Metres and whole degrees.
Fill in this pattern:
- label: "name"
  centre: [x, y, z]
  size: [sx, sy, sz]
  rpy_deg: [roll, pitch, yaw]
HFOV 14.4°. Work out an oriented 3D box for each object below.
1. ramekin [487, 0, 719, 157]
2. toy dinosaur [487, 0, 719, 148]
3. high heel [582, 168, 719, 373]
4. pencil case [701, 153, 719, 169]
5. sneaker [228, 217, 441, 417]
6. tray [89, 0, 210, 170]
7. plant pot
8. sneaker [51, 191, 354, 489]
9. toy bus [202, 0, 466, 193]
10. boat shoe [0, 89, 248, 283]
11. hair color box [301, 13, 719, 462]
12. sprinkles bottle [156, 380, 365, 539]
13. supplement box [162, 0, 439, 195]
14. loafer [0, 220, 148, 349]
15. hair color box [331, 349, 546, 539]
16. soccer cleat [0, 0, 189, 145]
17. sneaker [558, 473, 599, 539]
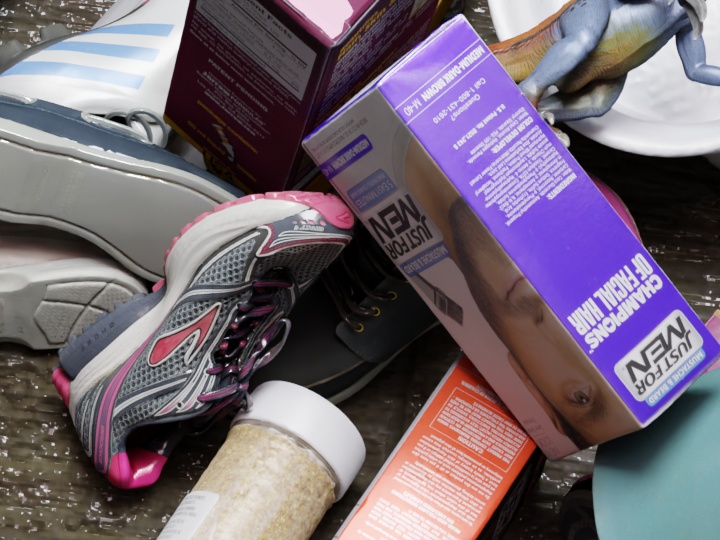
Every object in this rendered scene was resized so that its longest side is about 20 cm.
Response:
- label: "ramekin"
  centre: [0.172, -0.155, 1.495]
  size: [0.199, 0.098, 0.202]
  rpy_deg: [-1, 85, 15]
- label: "toy dinosaur"
  centre: [0.135, -0.137, 1.412]
  size: [0.199, 0.105, 0.182]
  rpy_deg: [29, 75, 25]
- label: "high heel"
  centre: [0.114, 0.017, 1.502]
  size: [0.200, 0.067, 0.096]
  rpy_deg: [46, 54, 5]
- label: "pencil case"
  centre: [0.210, -0.101, 1.572]
  size: [0.200, 0.078, 0.090]
  rpy_deg: [35, 95, 15]
- label: "sneaker"
  centre: [0.000, 0.000, 1.455]
  size: [0.199, 0.106, 0.075]
  rpy_deg: [-32, 67, -1]
- label: "tray"
  centre: [-0.095, -0.128, 1.591]
  size: [0.107, 0.022, 0.200]
  rpy_deg: [31, 61, 13]
- label: "plant pot"
  centre: [0.234, 0.119, 1.344]
  size: [0.200, 0.161, 0.201]
  rpy_deg: [34, 39, -33]
- label: "sneaker"
  centre: [-0.069, 0.031, 1.418]
  size: [0.080, 0.200, 0.075]
  rpy_deg: [9, 47, -46]
- label: "toy bus"
  centre: [-0.004, -0.126, 1.568]
  size: [0.078, 0.065, 0.201]
  rpy_deg: [29, 64, 5]
- label: "boat shoe"
  centre: [-0.129, -0.045, 1.457]
  size: [0.199, 0.075, 0.062]
  rpy_deg: [15, 35, -12]
- label: "hair color box"
  centre: [0.069, -0.012, 1.337]
  size: [0.065, 0.109, 0.200]
  rpy_deg: [-41, 94, -23]
- label: "sprinkles bottle"
  centre: [-0.073, 0.149, 1.402]
  size: [0.068, 0.068, 0.200]
  rpy_deg: [28, 61, 11]
- label: "supplement box"
  centre: [-0.025, -0.126, 1.416]
  size: [0.086, 0.200, 0.110]
  rpy_deg: [40, 66, 8]
- label: "loafer"
  centre: [-0.211, 0.002, 1.483]
  size: [0.199, 0.072, 0.063]
  rpy_deg: [2, 42, -12]
- label: "hair color box"
  centre: [0.025, 0.140, 1.399]
  size: [0.061, 0.102, 0.200]
  rpy_deg: [31, 62, 11]
- label: "soccer cleat"
  centre: [-0.105, -0.109, 1.534]
  size: [0.199, 0.070, 0.087]
  rpy_deg: [-28, 76, -15]
- label: "sneaker"
  centre: [0.136, 0.193, 1.394]
  size: [0.087, 0.074, 0.201]
  rpy_deg: [-16, 67, -22]
